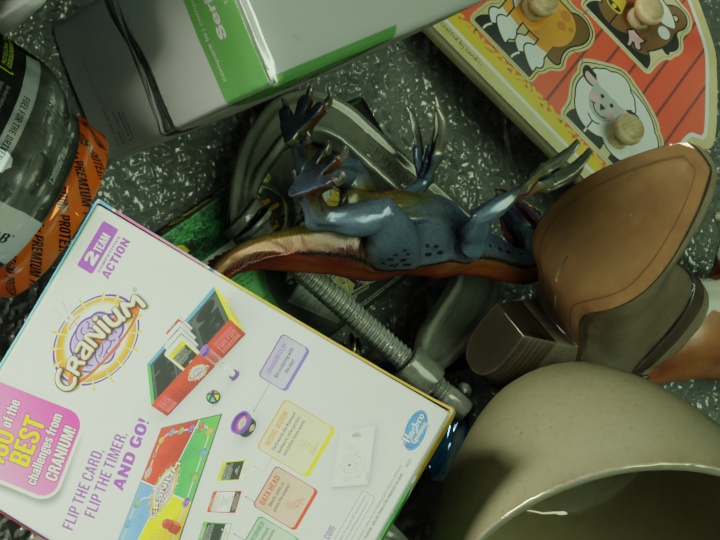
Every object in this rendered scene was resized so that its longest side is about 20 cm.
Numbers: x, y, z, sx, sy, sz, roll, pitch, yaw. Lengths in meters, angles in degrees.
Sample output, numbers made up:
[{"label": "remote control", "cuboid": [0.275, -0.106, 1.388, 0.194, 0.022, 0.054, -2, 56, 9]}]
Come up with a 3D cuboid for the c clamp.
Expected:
[{"label": "c clamp", "cuboid": [0.000, 0.000, 1.110, 0.200, 0.027, 0.171, 46, 56, -6]}]

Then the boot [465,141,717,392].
[{"label": "boot", "cuboid": [0.150, 0.008, 1.118, 0.146, 0.200, 0.070, 7, 48, -51]}]

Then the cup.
[{"label": "cup", "cuboid": [0.120, 0.131, 1.058, 0.199, 0.144, 0.201, -5, 126, -7]}]

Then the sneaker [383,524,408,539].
[{"label": "sneaker", "cuboid": [-0.058, 0.116, 1.041, 0.078, 0.080, 0.200, -11, 53, -51]}]

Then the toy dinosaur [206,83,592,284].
[{"label": "toy dinosaur", "cuboid": [0.025, -0.025, 1.101, 0.200, 0.105, 0.181, -44, 128, 7]}]

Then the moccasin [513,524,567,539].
[{"label": "moccasin", "cuboid": [0.055, 0.195, 1.136, 0.200, 0.074, 0.078, -11, 55, -26]}]

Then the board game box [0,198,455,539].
[{"label": "board game box", "cuboid": [-0.077, 0.082, 0.967, 0.199, 0.040, 0.153, 31, 86, 6]}]

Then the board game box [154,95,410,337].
[{"label": "board game box", "cuboid": [-0.048, -0.004, 1.131, 0.200, 0.023, 0.105, -36, 106, -29]}]

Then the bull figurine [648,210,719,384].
[{"label": "bull figurine", "cuboid": [0.211, 0.023, 1.252, 0.199, 0.065, 0.122, -10, 117, -27]}]

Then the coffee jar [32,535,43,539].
[{"label": "coffee jar", "cuboid": [-0.097, 0.215, 1.046, 0.200, 0.085, 0.104, 47, 59, -20]}]

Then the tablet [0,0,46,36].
[{"label": "tablet", "cuboid": [-0.130, -0.195, 1.032, 0.014, 0.130, 0.200, 39, 67, -16]}]

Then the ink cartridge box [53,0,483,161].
[{"label": "ink cartridge box", "cuboid": [-0.050, -0.132, 1.038, 0.146, 0.200, 0.085, -26, 96, -31]}]

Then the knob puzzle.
[{"label": "knob puzzle", "cuboid": [0.150, -0.149, 1.234, 0.219, 0.030, 0.221, 13, 62, -26]}]

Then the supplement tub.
[{"label": "supplement tub", "cuboid": [-0.227, -0.077, 0.966, 0.200, 0.122, 0.123, 34, 70, -25]}]

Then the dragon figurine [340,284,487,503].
[{"label": "dragon figurine", "cuboid": [0.025, 0.095, 1.142, 0.099, 0.059, 0.201, 14, 71, -22]}]
